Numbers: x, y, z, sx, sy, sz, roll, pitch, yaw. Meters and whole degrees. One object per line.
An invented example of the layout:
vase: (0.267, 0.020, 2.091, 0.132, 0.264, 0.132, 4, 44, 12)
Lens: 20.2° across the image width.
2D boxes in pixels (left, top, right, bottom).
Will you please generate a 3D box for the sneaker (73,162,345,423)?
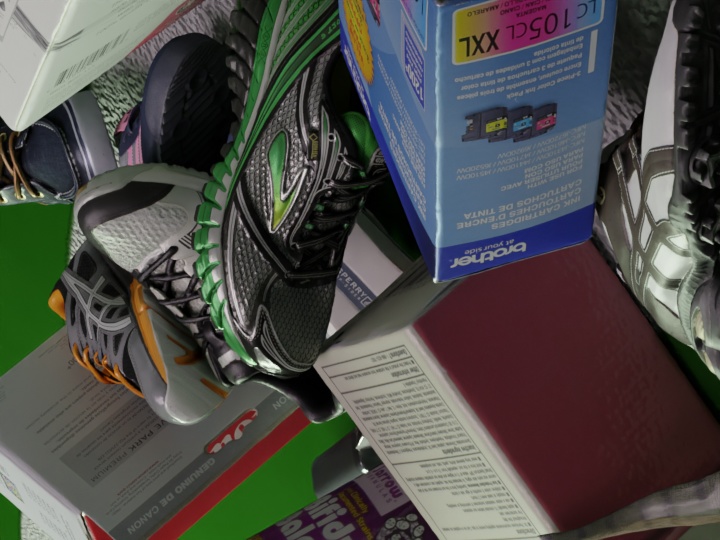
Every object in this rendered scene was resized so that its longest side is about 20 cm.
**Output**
sneaker: (-0.072, 0.015, 1.121, 0.199, 0.088, 0.076, 29, 136, -25)

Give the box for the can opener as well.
can opener: (0.015, 0.098, 1.236, 0.200, 0.052, 0.067, 126, 138, -64)

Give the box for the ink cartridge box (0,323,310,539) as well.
ink cartridge box: (-0.114, 0.092, 1.251, 0.175, 0.200, 0.084, 33, 152, 37)

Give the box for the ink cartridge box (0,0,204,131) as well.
ink cartridge box: (-0.116, -0.165, 0.950, 0.083, 0.146, 0.200, 51, 156, 1)

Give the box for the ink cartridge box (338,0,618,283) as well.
ink cartridge box: (0.042, -0.093, 0.803, 0.201, 0.076, 0.137, 85, 167, -55)

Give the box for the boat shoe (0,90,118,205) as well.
boat shoe: (-0.210, -0.067, 1.278, 0.200, 0.090, 0.072, -167, 60, -72)

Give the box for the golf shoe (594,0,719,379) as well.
golf shoe: (0.123, -0.040, 0.792, 0.094, 0.078, 0.201, 33, 150, 36)

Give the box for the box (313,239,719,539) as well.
box: (0.089, 0.082, 0.988, 0.201, 0.109, 0.128, 54, 156, -8)

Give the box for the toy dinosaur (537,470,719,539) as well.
toy dinosaur: (0.183, 0.108, 0.880, 0.199, 0.048, 0.088, -26, 116, 31)

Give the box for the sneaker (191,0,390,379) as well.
sneaker: (-0.025, -0.044, 0.960, 0.085, 0.078, 0.202, 16, 106, 36)

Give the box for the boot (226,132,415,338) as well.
boot: (0.000, 0.000, 1.104, 0.200, 0.072, 0.091, 53, -171, -32)

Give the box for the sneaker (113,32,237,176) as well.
sneaker: (-0.116, -0.078, 1.175, 0.082, 0.070, 0.201, 39, 152, 20)

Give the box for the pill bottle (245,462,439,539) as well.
pill bottle: (0.011, 0.171, 1.127, 0.113, 0.199, 0.112, 58, 168, 19)

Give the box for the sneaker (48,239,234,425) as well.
sneaker: (-0.132, 0.040, 1.191, 0.078, 0.077, 0.200, 41, -172, -32)
